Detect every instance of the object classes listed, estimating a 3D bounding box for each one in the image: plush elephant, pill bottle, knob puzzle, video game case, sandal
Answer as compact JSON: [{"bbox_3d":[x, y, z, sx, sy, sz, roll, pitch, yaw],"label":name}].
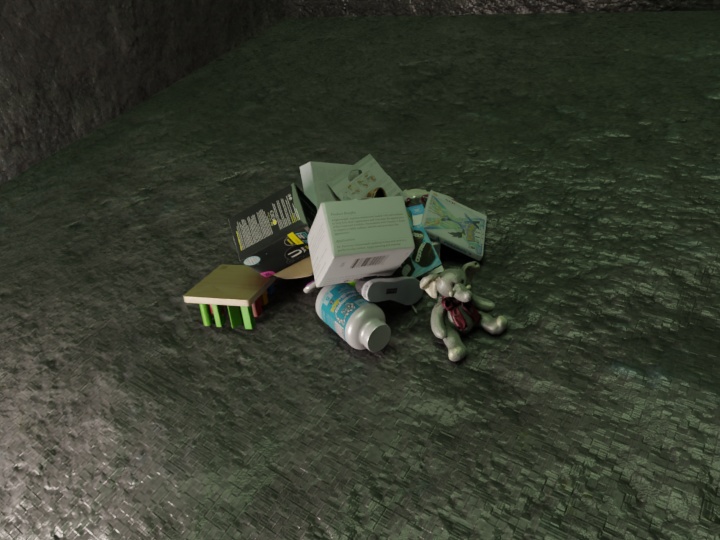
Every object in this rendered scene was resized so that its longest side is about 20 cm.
[{"bbox_3d":[0.221,0.066,1.282,0.162,0.157,0.201,-24,39,-12],"label":"plush elephant"},{"bbox_3d":[-0.014,0.111,1.343,0.110,0.113,0.199,-32,41,-22],"label":"pill bottle"},{"bbox_3d":[-0.181,-0.054,1.546,0.214,0.031,0.224,-5,60,9],"label":"knob puzzle"},{"bbox_3d":[0.254,-0.126,1.537,0.179,0.022,0.202,24,40,-2],"label":"video game case"},{"bbox_3d":[-0.081,-0.003,1.529,0.201,0.083,0.050,-33,82,-30],"label":"sandal"}]

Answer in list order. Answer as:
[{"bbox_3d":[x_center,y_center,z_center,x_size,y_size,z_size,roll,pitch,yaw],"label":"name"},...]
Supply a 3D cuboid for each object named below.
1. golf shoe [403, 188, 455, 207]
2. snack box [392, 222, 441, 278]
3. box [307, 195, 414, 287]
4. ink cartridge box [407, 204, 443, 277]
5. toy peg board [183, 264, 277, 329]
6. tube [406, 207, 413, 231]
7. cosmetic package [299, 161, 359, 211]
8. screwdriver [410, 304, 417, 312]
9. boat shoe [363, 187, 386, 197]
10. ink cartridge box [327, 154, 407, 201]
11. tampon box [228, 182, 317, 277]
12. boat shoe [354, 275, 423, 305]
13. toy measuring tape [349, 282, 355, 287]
[{"bbox_3d":[0.197,-0.215,1.707,0.195,0.077,0.092,7,39,24],"label":"golf shoe"},{"bbox_3d":[0.093,-0.021,1.438,0.197,0.037,0.118,-28,82,6],"label":"snack box"},{"bbox_3d":[-0.005,-0.065,1.307,0.194,0.200,0.134,-7,72,-17],"label":"box"},{"bbox_3d":[0.145,-0.079,1.526,0.113,0.068,0.203,-13,48,-6],"label":"ink cartridge box"},{"bbox_3d":[-0.333,0.072,1.531,0.195,0.100,0.200,2,25,18],"label":"toy peg board"},{"bbox_3d":[0.106,-0.133,1.419,0.050,0.078,0.200,-42,3,8],"label":"tube"},{"bbox_3d":[-0.074,-0.220,1.603,0.051,0.155,0.198,-16,-6,41],"label":"cosmetic package"},{"bbox_3d":[0.103,0.040,1.459,0.027,0.030,0.201,-21,38,-8],"label":"screwdriver"},{"bbox_3d":[0.045,-0.131,1.520,0.074,0.072,0.205,4,67,-27],"label":"boat shoe"},{"bbox_3d":[0.016,-0.214,1.615,0.174,0.044,0.199,48,55,3],"label":"ink cartridge box"},{"bbox_3d":[-0.206,-0.096,1.446,0.197,0.150,0.129,-26,66,10],"label":"tampon box"},{"bbox_3d":[0.068,0.043,1.369,0.197,0.072,0.066,-2,21,-40],"label":"boat shoe"},{"bbox_3d":[0.000,0.000,1.512,0.073,0.075,0.200,19,47,36],"label":"toy measuring tape"}]
